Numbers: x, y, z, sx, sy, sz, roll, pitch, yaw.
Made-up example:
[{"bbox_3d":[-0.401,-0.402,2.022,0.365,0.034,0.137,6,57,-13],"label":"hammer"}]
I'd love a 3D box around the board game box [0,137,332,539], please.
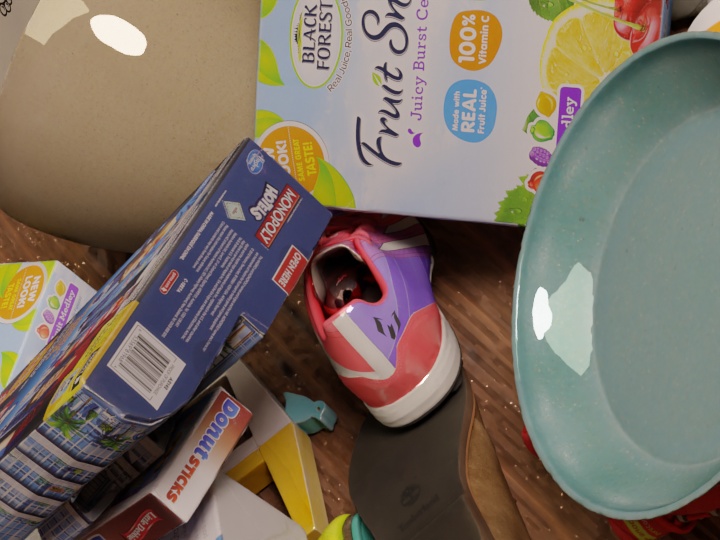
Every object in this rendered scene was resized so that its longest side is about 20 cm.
[{"bbox_3d":[-0.122,0.060,0.832,0.200,0.062,0.201,-41,13,37],"label":"board game box"}]

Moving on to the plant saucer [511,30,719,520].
[{"bbox_3d":[0.132,0.004,0.724,0.200,0.036,0.202,-32,53,55],"label":"plant saucer"}]

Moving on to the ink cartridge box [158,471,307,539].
[{"bbox_3d":[-0.108,0.204,0.818,0.200,0.068,0.116,-44,29,17],"label":"ink cartridge box"}]

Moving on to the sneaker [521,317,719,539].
[{"bbox_3d":[0.149,0.090,0.771,0.199,0.077,0.085,25,81,52],"label":"sneaker"}]

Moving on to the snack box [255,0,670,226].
[{"bbox_3d":[0.051,-0.112,0.866,0.197,0.068,0.171,5,100,14],"label":"snack box"}]

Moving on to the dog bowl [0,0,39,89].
[{"bbox_3d":[-0.262,-0.173,1.123,0.078,0.200,0.202,-12,54,23],"label":"dog bowl"}]

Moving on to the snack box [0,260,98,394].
[{"bbox_3d":[-0.247,0.084,1.020,0.198,0.068,0.170,-2,59,40],"label":"snack box"}]

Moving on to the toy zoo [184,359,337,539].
[{"bbox_3d":[-0.095,0.132,0.931,0.199,0.020,0.132,-37,47,8],"label":"toy zoo"}]

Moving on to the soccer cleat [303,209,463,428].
[{"bbox_3d":[0.000,0.000,0.895,0.068,0.073,0.201,-37,28,11],"label":"soccer cleat"}]

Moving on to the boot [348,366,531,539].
[{"bbox_3d":[0.046,0.115,0.827,0.073,0.075,0.201,-40,28,17],"label":"boot"}]

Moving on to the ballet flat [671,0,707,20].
[{"bbox_3d":[0.107,-0.163,0.965,0.198,0.064,0.068,-6,57,31],"label":"ballet flat"}]

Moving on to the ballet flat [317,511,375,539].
[{"bbox_3d":[0.006,0.201,0.794,0.067,0.067,0.201,-40,40,21],"label":"ballet flat"}]

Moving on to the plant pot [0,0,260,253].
[{"bbox_3d":[-0.096,-0.088,0.985,0.133,0.201,0.202,28,76,13],"label":"plant pot"}]

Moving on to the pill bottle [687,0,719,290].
[{"bbox_3d":[0.202,-0.065,0.804,0.111,0.112,0.202,-13,55,26],"label":"pill bottle"}]

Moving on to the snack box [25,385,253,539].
[{"bbox_3d":[-0.127,0.123,0.855,0.200,0.024,0.072,-36,15,44],"label":"snack box"}]
